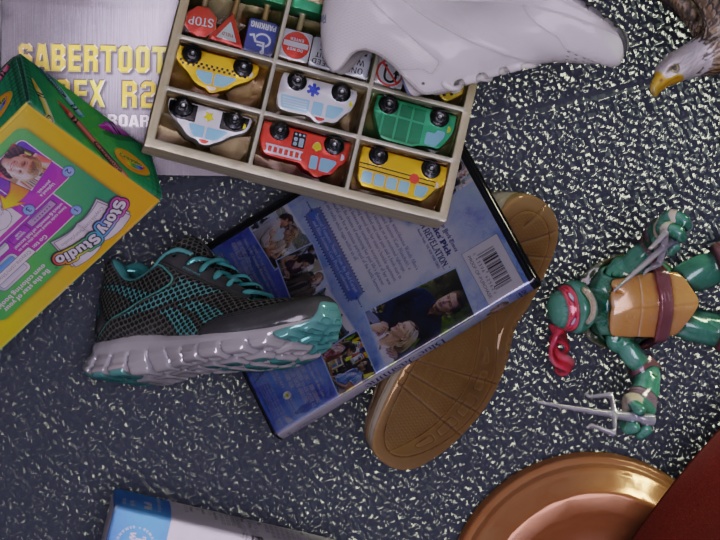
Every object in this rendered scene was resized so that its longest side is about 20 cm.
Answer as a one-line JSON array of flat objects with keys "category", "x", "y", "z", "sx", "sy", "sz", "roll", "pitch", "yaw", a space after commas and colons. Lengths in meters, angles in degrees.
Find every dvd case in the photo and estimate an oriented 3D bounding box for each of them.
[{"category": "dvd case", "x": 0.000, "y": 0.000, "z": 1.737, "sx": 0.199, "sy": 0.018, "sz": 0.143, "roll": -31, "pitch": 67, "yaw": 7}]

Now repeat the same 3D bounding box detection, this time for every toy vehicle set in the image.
[{"category": "toy vehicle set", "x": -0.029, "y": -0.111, "z": 1.704, "sx": 0.199, "sy": 0.027, "sz": 0.125, "roll": 14, "pitch": 79, "yaw": -8}]

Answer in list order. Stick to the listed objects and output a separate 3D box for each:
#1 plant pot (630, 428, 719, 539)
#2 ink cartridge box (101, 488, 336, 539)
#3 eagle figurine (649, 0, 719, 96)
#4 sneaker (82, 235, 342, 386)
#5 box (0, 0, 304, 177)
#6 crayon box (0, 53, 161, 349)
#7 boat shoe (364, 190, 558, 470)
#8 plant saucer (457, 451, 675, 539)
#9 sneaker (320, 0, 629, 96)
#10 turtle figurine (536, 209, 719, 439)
[{"category": "plant pot", "x": 0.286, "y": 0.208, "z": 1.722, "sx": 0.176, "sy": 0.200, "sz": 0.200, "roll": -33, "pitch": 112, "yaw": 1}, {"category": "ink cartridge box", "x": -0.080, "y": 0.226, "z": 1.770, "sx": 0.199, "sy": 0.068, "sz": 0.117, "roll": 13, "pitch": 94, "yaw": -7}, {"category": "eagle figurine", "x": 0.226, "y": -0.170, "z": 1.713, "sx": 0.151, "sy": 0.151, "sz": 0.200, "roll": -27, "pitch": 100, "yaw": 35}, {"category": "sneaker", "x": -0.099, "y": 0.021, "z": 1.711, "sx": 0.199, "sy": 0.077, "sz": 0.092, "roll": -7, "pitch": 78, "yaw": 34}, {"category": "box", "x": -0.136, "y": -0.140, "z": 1.743, "sx": 0.199, "sy": 0.048, "sz": 0.159, "roll": 2, "pitch": 95, "yaw": -6}, {"category": "crayon box", "x": -0.237, "y": -0.027, "z": 1.689, "sx": 0.200, "sy": 0.058, "sz": 0.119, "roll": -42, "pitch": 127, "yaw": 16}, {"category": "boat shoe", "x": 0.059, "y": 0.037, "z": 1.768, "sx": 0.074, "sy": 0.069, "sz": 0.200, "roll": 34, "pitch": 84, "yaw": -30}, {"category": "plant saucer", "x": 0.157, "y": 0.224, "z": 1.809, "sx": 0.199, "sy": 0.037, "sz": 0.201, "roll": 0, "pitch": 95, "yaw": -5}, {"category": "sneaker", "x": 0.068, "y": -0.147, "z": 1.678, "sx": 0.199, "sy": 0.075, "sz": 0.088, "roll": 10, "pitch": 91, "yaw": 9}, {"category": "turtle figurine", "x": 0.198, "y": 0.023, "z": 1.764, "sx": 0.199, "sy": 0.101, "sz": 0.150, "roll": -7, "pitch": 114, "yaw": -22}]
